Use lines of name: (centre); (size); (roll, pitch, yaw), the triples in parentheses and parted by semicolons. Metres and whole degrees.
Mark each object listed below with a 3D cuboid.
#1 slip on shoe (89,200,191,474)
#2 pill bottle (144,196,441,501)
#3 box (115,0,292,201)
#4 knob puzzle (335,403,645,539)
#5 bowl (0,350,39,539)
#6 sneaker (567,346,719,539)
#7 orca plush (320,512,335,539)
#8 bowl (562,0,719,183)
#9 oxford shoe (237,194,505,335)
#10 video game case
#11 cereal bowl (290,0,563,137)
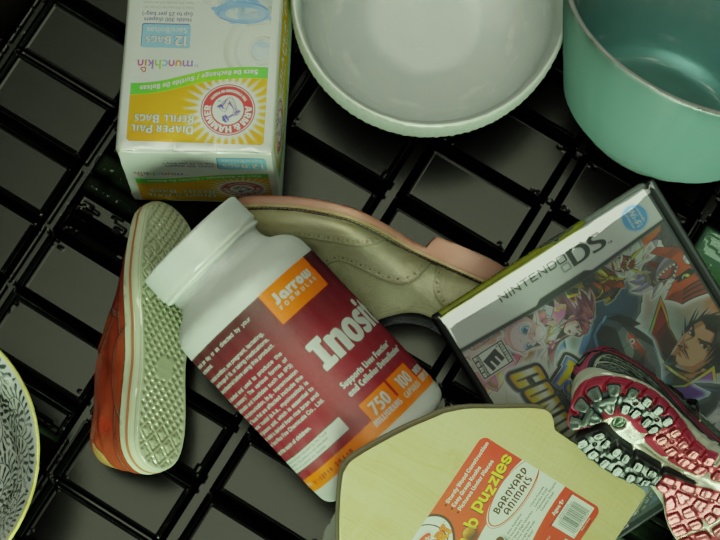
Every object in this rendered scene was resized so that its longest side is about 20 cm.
slip on shoe: (-0.155, 0.046, 1.572); (0.061, 0.074, 0.200); (-10, 67, 36)
pill bottle: (-0.049, 0.051, 1.527); (0.113, 0.113, 0.200); (-44, 90, -7)
box: (-0.106, -0.156, 1.586); (0.112, 0.101, 0.200); (2, 72, 3)
knob puzzle: (0.065, 0.171, 1.503); (0.219, 0.030, 0.220); (-5, 107, -17)
bowl: (-0.312, 0.132, 1.542); (0.200, 0.094, 0.201); (0, 78, 1)
sneaker: (0.221, 0.124, 1.512); (0.081, 0.075, 0.200); (-39, 110, 21)
orca plush: (-0.035, 0.243, 1.539); (0.105, 0.071, 0.200); (8, 67, 49)
bowl: (0.220, -0.137, 1.556); (0.201, 0.105, 0.201); (11, 45, -11)
oxford shoe: (0.000, 0.000, 1.574); (0.200, 0.071, 0.074); (18, 82, 6)
video game case: (0.176, 0.068, 1.552); (0.181, 0.026, 0.200); (-32, 93, -5)
cereal bowl: (0.048, -0.186, 1.602); (0.200, 0.083, 0.200); (1, 78, -3)
